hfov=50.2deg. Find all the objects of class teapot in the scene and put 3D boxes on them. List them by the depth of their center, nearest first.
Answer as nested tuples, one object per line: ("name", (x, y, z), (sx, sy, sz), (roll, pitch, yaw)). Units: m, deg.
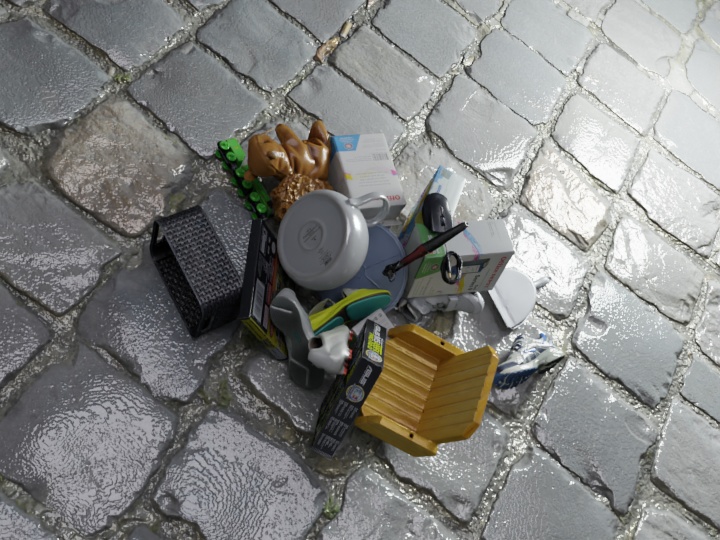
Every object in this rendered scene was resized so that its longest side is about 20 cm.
("teapot", (-0.053, -0.053, 1.474), (0.145, 0.196, 0.203), (20, 75, -56))

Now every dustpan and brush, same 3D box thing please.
("dustpan and brush", (0.365, 0.043, 1.726), (0.196, 0.057, 0.142), (-22, 75, -22))

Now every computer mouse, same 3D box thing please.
("computer mouse", (0.158, -0.067, 1.452), (0.057, 0.034, 0.204), (-2, 59, -16))

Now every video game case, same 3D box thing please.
("video game case", (-0.170, 0.038, 1.442), (0.025, 0.182, 0.205), (-6, 59, 16))

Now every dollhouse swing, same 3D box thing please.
("dollhouse swing", (0.113, 0.194, 1.341), (0.179, 0.176, 0.203), (27, 61, -5))

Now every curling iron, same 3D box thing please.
("curling iron", (0.119, -0.034, 1.422), (0.026, 0.198, 0.050), (50, 28, -17))

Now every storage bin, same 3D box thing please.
("storage bin", (-0.303, 0.002, 1.419), (0.092, 0.136, 0.203), (-23, 74, -30))

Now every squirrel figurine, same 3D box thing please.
("squirrel figurine", (-0.144, -0.198, 1.553), (0.185, 0.139, 0.205), (-6, 73, -60))

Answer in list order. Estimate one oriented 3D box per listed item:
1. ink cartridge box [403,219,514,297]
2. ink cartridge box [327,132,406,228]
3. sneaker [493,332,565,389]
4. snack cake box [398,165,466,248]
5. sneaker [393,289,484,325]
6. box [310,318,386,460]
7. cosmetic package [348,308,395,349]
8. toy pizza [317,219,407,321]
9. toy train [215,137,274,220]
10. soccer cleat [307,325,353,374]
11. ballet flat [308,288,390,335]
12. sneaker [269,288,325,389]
("ink cartridge box", (0.190, -0.025, 1.543), (0.194, 0.147, 0.089), (-5, 59, -17))
("ink cartridge box", (0.003, -0.169, 1.639), (0.125, 0.126, 0.205), (-6, 67, -24))
("sneaker", (0.340, 0.186, 1.631), (0.196, 0.078, 0.086), (-13, 59, -35))
("snack cake box", (0.142, -0.111, 1.620), (0.066, 0.201, 0.117), (26, 56, -4))
("sneaker", (0.159, 0.070, 1.610), (0.196, 0.076, 0.117), (24, 58, -2))
("box", (-0.019, 0.207, 1.359), (0.043, 0.203, 0.161), (26, 18, -6))
("cosmetic package", (0.056, 0.191, 1.484), (0.084, 0.108, 0.202), (-30, 76, -31))
("toy pizza", (0.000, 0.000, 1.553), (0.194, 0.032, 0.207), (0, 90, 10))
("toy train", (-0.238, -0.191, 1.606), (0.056, 0.042, 0.203), (-21, 73, -41))
("soccer cleat", (-0.056, 0.134, 1.378), (0.076, 0.200, 0.071), (19, 97, -4))
("ballet flat", (-0.037, 0.074, 1.506), (0.197, 0.067, 0.068), (-29, 56, -5))
("sneaker", (-0.110, 0.125, 1.442), (0.069, 0.081, 0.205), (-14, 109, 10))
